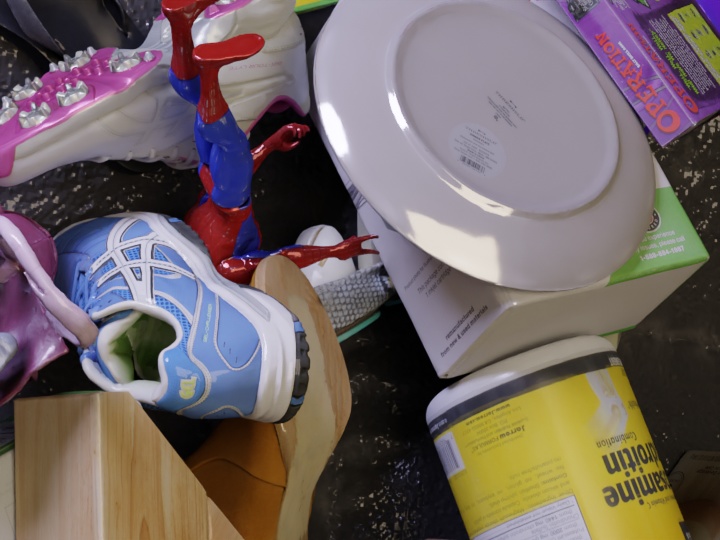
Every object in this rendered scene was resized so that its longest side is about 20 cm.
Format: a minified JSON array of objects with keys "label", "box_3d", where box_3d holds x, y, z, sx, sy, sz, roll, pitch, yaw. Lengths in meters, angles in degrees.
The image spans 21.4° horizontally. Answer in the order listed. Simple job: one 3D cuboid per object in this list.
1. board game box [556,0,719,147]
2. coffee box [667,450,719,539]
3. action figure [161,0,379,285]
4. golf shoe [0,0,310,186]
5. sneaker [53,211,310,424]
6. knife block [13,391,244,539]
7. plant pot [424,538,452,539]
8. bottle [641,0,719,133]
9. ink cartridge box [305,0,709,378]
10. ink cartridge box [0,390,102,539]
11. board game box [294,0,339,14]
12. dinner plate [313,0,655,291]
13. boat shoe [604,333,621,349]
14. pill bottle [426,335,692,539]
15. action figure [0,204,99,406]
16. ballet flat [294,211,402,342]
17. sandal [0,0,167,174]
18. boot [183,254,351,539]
[{"label":"board game box","box_3d":[0.140,-0.167,1.073,0.200,0.032,0.120,56,28,5]},{"label":"coffee box","box_3d":[0.195,0.208,1.126,0.080,0.114,0.200,45,69,-17]},{"label":"action figure","box_3d":[-0.044,-0.059,0.966,0.099,0.200,0.065,-17,53,-18]},{"label":"golf shoe","box_3d":[-0.104,-0.082,0.988,0.200,0.075,0.092,-32,118,-25]},{"label":"sneaker","box_3d":[-0.109,0.018,0.940,0.077,0.200,0.076,-3,107,-39]},{"label":"knife block","box_3d":[-0.122,0.179,0.880,0.200,0.064,0.176,56,47,-27]},{"label":"plant pot","box_3d":[0.006,0.242,1.017,0.092,0.201,0.202,3,85,9]},{"label":"bottle","box_3d":[0.185,-0.148,1.165,0.200,0.065,0.084,-42,96,-22]},{"label":"ink cartridge box","box_3d":[0.074,-0.059,1.040,0.145,0.084,0.201,-12,66,-34]},{"label":"ink cartridge box","box_3d":[-0.144,0.172,0.951,0.104,0.059,0.201,-30,106,-49]},{"label":"board game box","box_3d":[0.018,-0.233,1.109,0.199,0.029,0.135,-19,95,-26]},{"label":"dinner plate","box_3d":[0.070,-0.080,0.982,0.199,0.024,0.201,13,54,-19]},{"label":"boat shoe","box_3d":[0.121,0.077,1.128,0.063,0.074,0.202,4,96,9]},{"label":"pill bottle","box_3d":[0.118,0.144,1.018,0.112,0.112,0.201,-15,77,-26]},{"label":"action figure","box_3d":[-0.189,-0.004,0.915,0.149,0.200,0.134,-33,96,16]},{"label":"ballet flat","box_3d":[0.000,0.000,1.068,0.200,0.072,0.072,-24,98,-30]},{"label":"sandal","box_3d":[-0.157,-0.139,1.009,0.200,0.043,0.076,47,69,-16]},{"label":"boot","box_3d":[-0.074,0.103,0.989,0.071,0.144,0.202,-4,81,-57]}]
